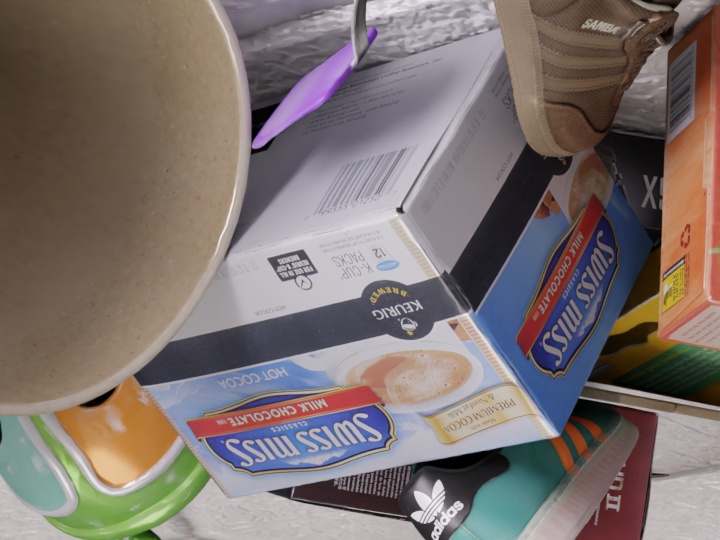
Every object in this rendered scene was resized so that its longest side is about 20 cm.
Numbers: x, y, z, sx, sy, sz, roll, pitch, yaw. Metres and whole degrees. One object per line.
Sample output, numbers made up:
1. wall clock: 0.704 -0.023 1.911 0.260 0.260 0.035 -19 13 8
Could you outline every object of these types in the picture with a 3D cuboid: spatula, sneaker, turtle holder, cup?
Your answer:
1. spatula: 0.006 -0.111 1.104 0.021 0.057 0.200 34 138 0
2. sneaker: 0.072 0.089 1.291 0.080 0.072 0.200 37 -162 4
3. turtle holder: -0.147 0.054 1.502 0.141 0.186 0.132 -38 129 11
4. sneaker: 0.097 -0.099 1.111 0.075 0.071 0.200 -1 159 11
5. cup: -0.165 -0.055 1.151 0.143 0.201 0.200 18 173 43

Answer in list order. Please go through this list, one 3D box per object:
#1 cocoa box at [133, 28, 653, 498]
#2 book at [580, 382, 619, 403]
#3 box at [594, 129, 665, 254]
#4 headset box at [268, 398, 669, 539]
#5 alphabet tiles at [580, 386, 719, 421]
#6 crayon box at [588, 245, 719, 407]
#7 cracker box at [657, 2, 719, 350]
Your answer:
1. cocoa box: 0.002 0.001 1.244 0.199 0.134 0.131 -14 122 39
2. book: 0.075 0.059 1.572 0.133 0.048 0.200 5 156 -4
3. box: 0.141 -0.003 1.380 0.157 0.050 0.200 8 159 -9
4. headset box: 0.058 0.096 1.454 0.199 0.078 0.149 8 177 -6
5. alphabet tiles: 0.100 0.057 1.348 0.166 0.006 0.200 11 179 -34
6. crayon box: 0.195 0.024 1.298 0.199 0.052 0.126 11 158 -22
7. cracker box: 0.228 -0.024 1.189 0.199 0.135 0.058 11 158 -15
